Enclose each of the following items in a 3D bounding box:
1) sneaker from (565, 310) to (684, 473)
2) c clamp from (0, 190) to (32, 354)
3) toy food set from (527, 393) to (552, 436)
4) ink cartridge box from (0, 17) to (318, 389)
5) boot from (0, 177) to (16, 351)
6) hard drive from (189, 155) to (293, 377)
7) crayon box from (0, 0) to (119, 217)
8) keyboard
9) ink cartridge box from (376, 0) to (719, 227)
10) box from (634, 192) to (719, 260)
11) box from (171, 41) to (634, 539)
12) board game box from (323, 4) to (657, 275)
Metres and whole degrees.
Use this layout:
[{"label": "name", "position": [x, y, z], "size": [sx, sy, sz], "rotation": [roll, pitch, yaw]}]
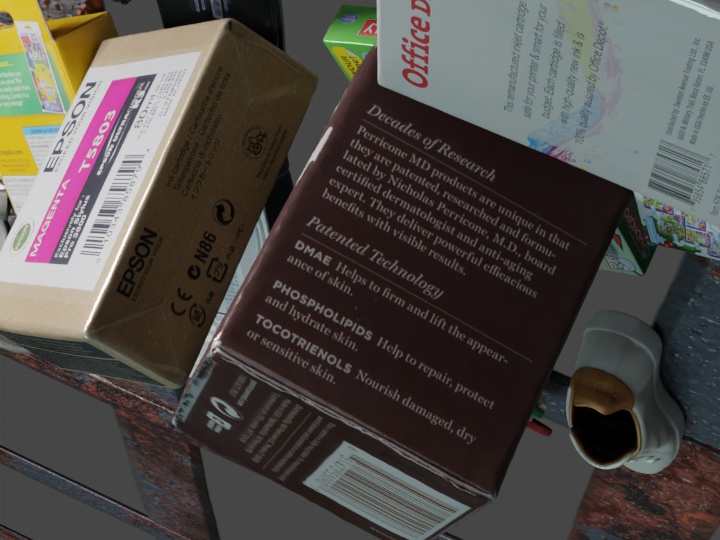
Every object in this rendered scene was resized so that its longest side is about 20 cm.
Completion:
[{"label": "sneaker", "position": [0.172, 0.107, 1.232], "size": [0.073, 0.085, 0.200], "rotation": [14, 156, 25]}, {"label": "c clamp", "position": [-0.202, -0.021, 1.282], "size": [0.199, 0.172, 0.027], "rotation": [6, -176, -15]}, {"label": "toy food set", "position": [0.044, 0.081, 1.299], "size": [0.198, 0.049, 0.200], "rotation": [21, 170, -34]}, {"label": "ink cartridge box", "position": [-0.129, -0.040, 1.047], "size": [0.075, 0.201, 0.165], "rotation": [31, 164, -32]}, {"label": "boot", "position": [-0.223, -0.008, 1.339], "size": [0.199, 0.151, 0.073], "rotation": [22, 157, 10]}, {"label": "hard drive", "position": [-0.099, -0.013, 1.218], "size": [0.139, 0.038, 0.201], "rotation": [10, 124, 35]}, {"label": "crayon box", "position": [-0.194, -0.094, 1.178], "size": [0.125, 0.052, 0.201], "rotation": [2, 119, 47]}, {"label": "keyboard", "position": [-0.101, -0.163, 1.005], "size": [0.127, 0.021, 0.200], "rotation": [20, 165, 4]}, {"label": "ink cartridge box", "position": [0.121, -0.126, 0.702], "size": [0.199, 0.145, 0.145], "rotation": [23, 158, 10]}, {"label": "box", "position": [0.198, -0.064, 0.889], "size": [0.136, 0.039, 0.200], "rotation": [17, 155, 26]}, {"label": "box", "position": [0.019, 0.021, 0.988], "size": [0.164, 0.200, 0.166], "rotation": [28, 157, -3]}, {"label": "board game box", "position": [0.078, -0.072, 1.023], "size": [0.134, 0.029, 0.200], "rotation": [10, 152, 35]}]
